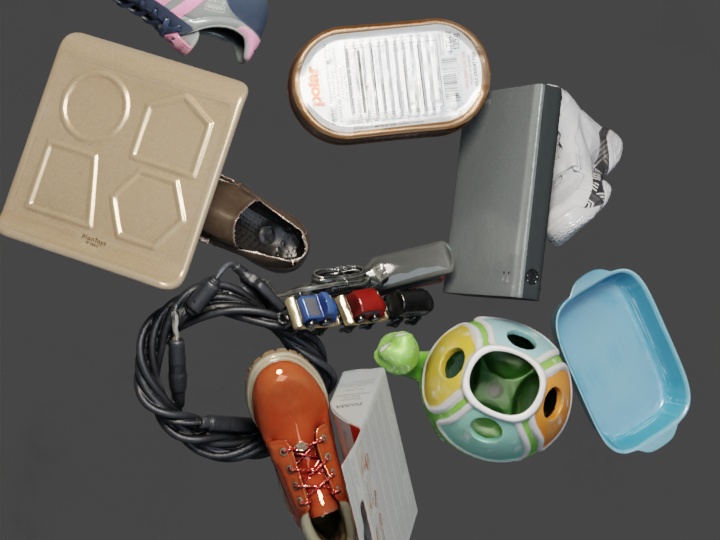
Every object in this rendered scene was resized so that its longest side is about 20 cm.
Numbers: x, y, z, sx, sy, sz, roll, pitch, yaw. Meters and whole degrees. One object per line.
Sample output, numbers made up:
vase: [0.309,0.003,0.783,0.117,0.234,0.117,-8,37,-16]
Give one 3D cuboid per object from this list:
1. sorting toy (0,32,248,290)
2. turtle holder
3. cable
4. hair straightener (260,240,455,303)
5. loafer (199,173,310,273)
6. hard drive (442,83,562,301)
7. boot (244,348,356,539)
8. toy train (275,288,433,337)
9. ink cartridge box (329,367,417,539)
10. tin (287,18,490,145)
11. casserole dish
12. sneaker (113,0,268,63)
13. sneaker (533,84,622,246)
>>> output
sorting toy: [-0.212,-0.098,1.410,0.183,0.036,0.202,18,81,12]
turtle holder: [0.119,0.100,1.519,0.141,0.132,0.186,-43,84,-5]
cable: [-0.114,0.103,1.466,0.163,0.051,0.200,-44,113,-7]
hair straightener: [0.000,0.000,1.508,0.197,0.077,0.041,-7,76,-18]
loafer: [-0.127,-0.058,1.459,0.198,0.071,0.074,21,83,-20]
hard drive: [0.137,-0.075,1.524,0.033,0.139,0.203,8,87,-27]
boot: [-0.048,0.169,1.438,0.074,0.107,0.202,-20,120,-6]
toy train: [-0.001,0.037,1.482,0.199,0.046,0.034,-4,69,-47]
ink cartridge box: [0.002,0.203,1.440,0.047,0.200,0.162,-7,109,15]
tin: [0.028,-0.184,1.513,0.197,0.042,0.114,-7,85,-7]
casserole dish: [0.266,0.093,1.632,0.120,0.039,0.202,-29,100,-18]
sneaker: [-0.178,-0.243,1.437,0.197,0.070,0.083,8,85,-20]
sneaker: [0.189,-0.109,1.547,0.115,0.075,0.200,42,36,-8]
